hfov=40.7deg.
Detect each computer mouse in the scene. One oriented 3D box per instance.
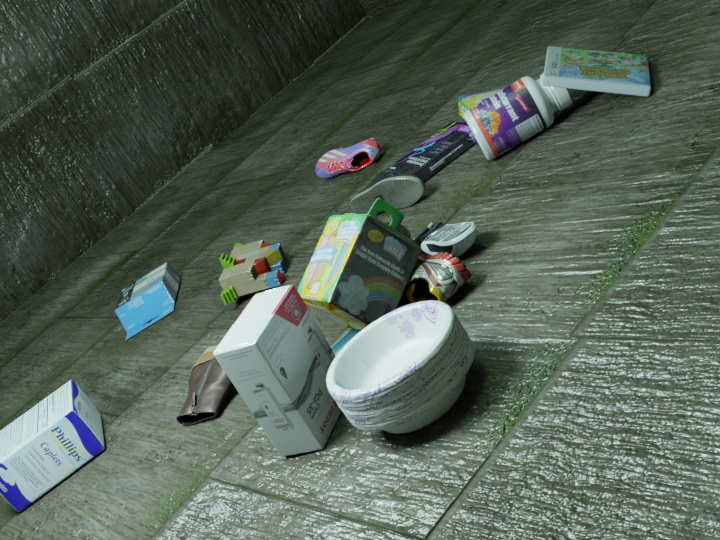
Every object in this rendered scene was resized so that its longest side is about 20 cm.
[{"bbox_3d":[0.144,-0.047,1.699,0.109,0.044,0.200,-36,14,-19],"label":"computer mouse"}]

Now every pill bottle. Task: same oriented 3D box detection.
[{"bbox_3d":[0.316,-0.317,1.938,0.199,0.112,0.112,-30,21,9],"label":"pill bottle"}]

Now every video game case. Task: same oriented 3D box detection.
[{"bbox_3d":[0.456,-0.387,1.873,0.198,0.022,0.182,8,33,9],"label":"video game case"}]

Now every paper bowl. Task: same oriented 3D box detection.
[{"bbox_3d":[0.061,0.140,1.314,0.200,0.105,0.201,-30,21,12],"label":"paper bowl"}]

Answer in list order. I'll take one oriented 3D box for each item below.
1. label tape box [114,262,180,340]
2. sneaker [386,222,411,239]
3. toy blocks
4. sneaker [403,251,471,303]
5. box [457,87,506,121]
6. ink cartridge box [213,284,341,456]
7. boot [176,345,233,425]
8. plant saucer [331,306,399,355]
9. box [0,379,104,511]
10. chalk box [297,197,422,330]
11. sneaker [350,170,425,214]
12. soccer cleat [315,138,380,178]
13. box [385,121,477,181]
[{"bbox_3d":[-0.526,0.071,2.391,0.144,0.063,0.200,-32,20,6],"label":"label tape box"},{"bbox_3d":[0.000,0.000,1.722,0.200,0.084,0.121,-35,-10,-28],"label":"sneaker"},{"bbox_3d":[-0.222,-0.011,2.110,0.136,0.100,0.200,-15,25,13],"label":"toy blocks"},{"bbox_3d":[0.088,0.015,1.591,0.082,0.078,0.199,-49,23,-24],"label":"sneaker"},{"bbox_3d":[0.285,-0.347,2.096,0.116,0.049,0.200,-12,23,-3],"label":"box"},{"bbox_3d":[-0.106,0.146,1.414,0.082,0.201,0.147,-15,27,31],"label":"ink cartridge box"},{"bbox_3d":[-0.226,0.190,1.714,0.199,0.072,0.167,-19,37,31],"label":"boot"},{"bbox_3d":[-0.017,0.125,1.586,0.200,0.019,0.070,-43,23,-21],"label":"plant saucer"},{"bbox_3d":[-0.604,0.333,1.868,0.199,0.105,0.184,-37,20,-7],"label":"box"},{"bbox_3d":[0.004,-0.016,1.569,0.124,0.124,0.201,3,65,58],"label":"chalk box"},{"bbox_3d":[0.070,-0.184,2.056,0.199,0.075,0.106,-14,30,44],"label":"sneaker"},{"bbox_3d":[-0.038,-0.273,2.439,0.199,0.067,0.077,-18,30,29],"label":"soccer cleat"},{"bbox_3d":[0.163,-0.259,2.147,0.200,0.036,0.143,-38,21,-10],"label":"box"}]
